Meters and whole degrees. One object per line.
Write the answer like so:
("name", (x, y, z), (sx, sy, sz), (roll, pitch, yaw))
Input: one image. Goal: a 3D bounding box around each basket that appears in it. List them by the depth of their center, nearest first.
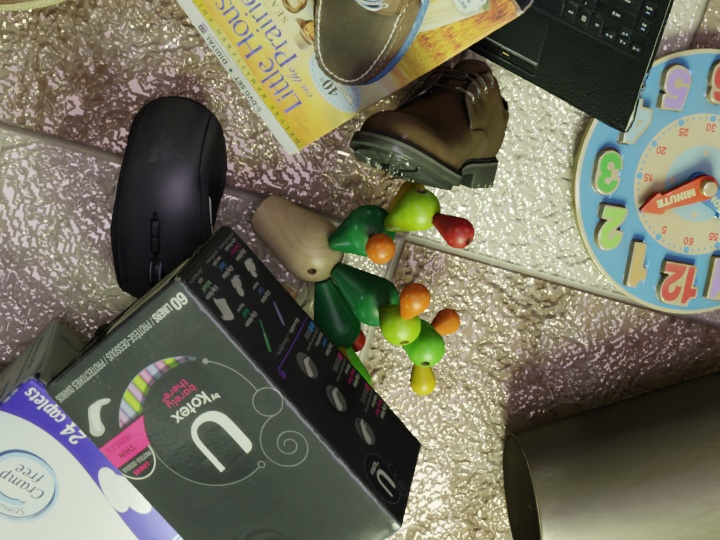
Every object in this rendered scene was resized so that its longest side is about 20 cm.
("basket", (0.218, 0.169, 0.834), (0.199, 0.136, 0.181), (-7, 102, -5))

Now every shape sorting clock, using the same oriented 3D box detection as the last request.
("shape sorting clock", (0.255, -0.065, 0.824), (0.199, 0.039, 0.201), (-3, 105, -10))

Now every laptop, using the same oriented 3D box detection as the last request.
("laptop", (0.090, -0.196, 0.638), (0.103, 0.177, 0.201), (-22, 137, -39))

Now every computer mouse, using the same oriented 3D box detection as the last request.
("computer mouse", (-0.109, -0.010, 0.745), (0.140, 0.046, 0.201), (14, 103, 5))

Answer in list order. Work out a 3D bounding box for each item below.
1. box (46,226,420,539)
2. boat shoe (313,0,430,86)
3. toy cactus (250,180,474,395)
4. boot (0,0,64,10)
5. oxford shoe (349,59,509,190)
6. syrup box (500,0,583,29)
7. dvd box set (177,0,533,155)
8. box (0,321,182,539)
("box", (-0.073, 0.094, 0.690), (0.122, 0.106, 0.200), (-38, 100, 20))
("boat shoe", (0.005, -0.183, 0.602), (0.072, 0.072, 0.201), (25, 130, 10))
("toy cactus", (0.000, 0.000, 0.752), (0.165, 0.200, 0.102), (38, 57, 17))
("boot", (-0.148, -0.209, 0.646), (0.199, 0.155, 0.073), (-22, 108, -4))
("oxford shoe", (0.048, -0.098, 0.703), (0.072, 0.200, 0.085), (21, 104, 15))
("syrup box", (0.126, -0.263, 0.711), (0.081, 0.079, 0.201), (-21, 110, -40))
("dvd box set", (-0.013, -0.176, 0.684), (0.199, 0.029, 0.147), (-25, 107, 36))
("box", (-0.218, 0.175, 0.755), (0.200, 0.105, 0.184), (-43, 108, 8))
